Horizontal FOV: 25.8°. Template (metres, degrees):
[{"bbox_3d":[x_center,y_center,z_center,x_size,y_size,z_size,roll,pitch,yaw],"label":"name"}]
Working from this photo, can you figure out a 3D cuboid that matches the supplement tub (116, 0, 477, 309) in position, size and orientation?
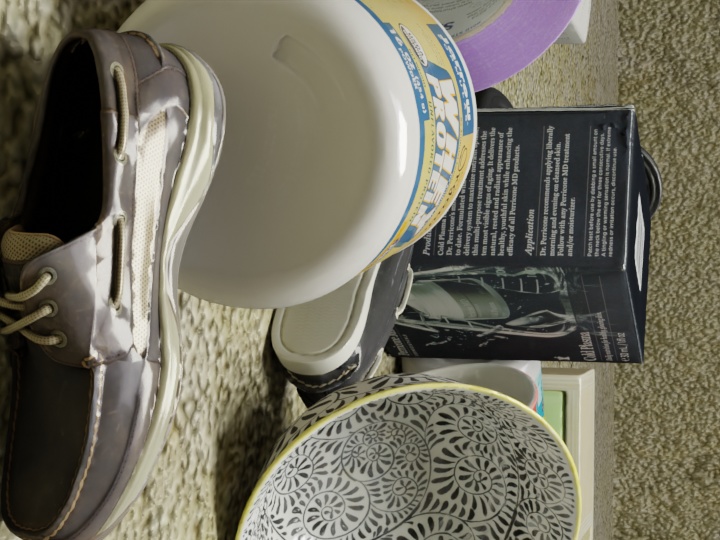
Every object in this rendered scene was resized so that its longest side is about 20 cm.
[{"bbox_3d":[-0.025,-0.067,0.731,0.200,0.144,0.145,-31,120,-73],"label":"supplement tub"}]

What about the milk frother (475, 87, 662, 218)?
[{"bbox_3d":[0.180,-0.076,1.425,0.188,0.199,0.181,-70,152,-53],"label":"milk frother"}]

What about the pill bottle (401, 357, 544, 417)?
[{"bbox_3d":[0.097,0.139,1.282,0.111,0.110,0.201,-68,155,-54],"label":"pill bottle"}]

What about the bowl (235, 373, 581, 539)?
[{"bbox_3d":[0.016,0.131,0.904,0.094,0.200,0.201,-123,-157,-61],"label":"bowl"}]

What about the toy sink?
[{"bbox_3d":[0.140,0.188,1.414,0.112,0.130,0.201,-2,93,-75],"label":"toy sink"}]

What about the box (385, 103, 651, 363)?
[{"bbox_3d":[0.101,-0.021,1.119,0.200,0.196,0.124,58,37,-65],"label":"box"}]

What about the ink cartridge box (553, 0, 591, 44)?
[{"bbox_3d":[0.088,-0.224,1.158,0.200,0.145,0.085,17,75,-75],"label":"ink cartridge box"}]

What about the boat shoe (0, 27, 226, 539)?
[{"bbox_3d":[-0.110,0.003,0.590,0.073,0.074,0.201,22,72,-47],"label":"boat shoe"}]

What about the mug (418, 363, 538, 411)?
[{"bbox_3d":[0.095,0.175,1.115,0.177,0.133,0.201,-28,114,-32],"label":"mug"}]

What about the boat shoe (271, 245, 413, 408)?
[{"bbox_3d":[0.000,0.000,0.976,0.060,0.074,0.200,75,24,-45],"label":"boat shoe"}]

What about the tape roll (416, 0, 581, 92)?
[{"bbox_3d":[0.026,-0.191,0.816,0.066,0.199,0.201,-68,154,-53],"label":"tape roll"}]
